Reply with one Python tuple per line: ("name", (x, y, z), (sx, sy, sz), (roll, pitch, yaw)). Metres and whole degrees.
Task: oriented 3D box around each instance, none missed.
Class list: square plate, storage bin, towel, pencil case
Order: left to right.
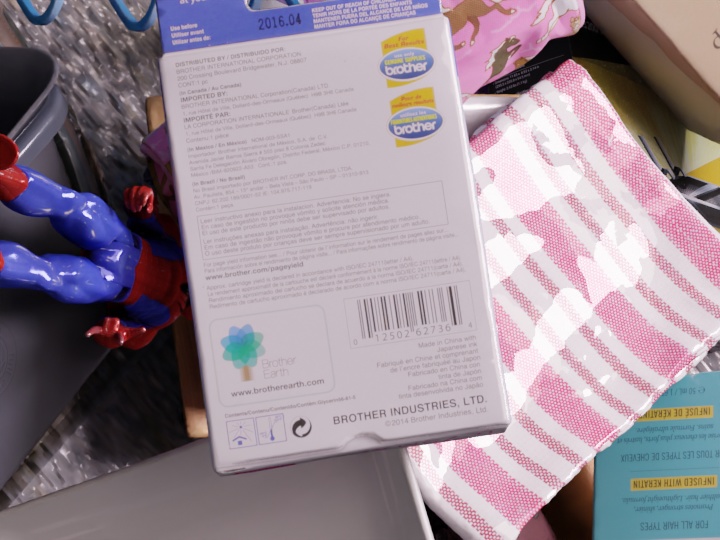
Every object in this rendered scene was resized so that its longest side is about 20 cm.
("storage bin", (-0.194, 0.022, 1.205), (0.200, 0.145, 0.135), (-54, 135, -39))
("square plate", (-0.044, 0.167, 1.233), (0.028, 0.198, 0.201), (2, 68, -70))
("pencil case", (0.003, -0.080, 1.267), (0.200, 0.087, 0.083), (-39, 106, -3))
("towel", (0.075, 0.014, 1.327), (0.200, 0.030, 0.146), (-41, 89, -28))

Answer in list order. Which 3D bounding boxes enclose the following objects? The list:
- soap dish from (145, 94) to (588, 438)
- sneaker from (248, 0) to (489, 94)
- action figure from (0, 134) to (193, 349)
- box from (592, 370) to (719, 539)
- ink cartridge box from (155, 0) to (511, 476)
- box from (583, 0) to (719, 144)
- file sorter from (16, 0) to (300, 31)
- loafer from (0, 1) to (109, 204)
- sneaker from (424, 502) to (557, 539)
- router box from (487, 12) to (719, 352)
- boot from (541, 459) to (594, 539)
("soap dish", (0.000, 0.000, 1.365), (0.199, 0.081, 0.158), (-2, 72, -23))
("sneaker", (0.000, -0.114, 1.451), (0.200, 0.073, 0.115), (28, 53, -40))
("action figure", (-0.103, -0.004, 1.186), (0.200, 0.052, 0.066), (26, 74, -66))
("box", (0.150, 0.149, 1.362), (0.049, 0.082, 0.201), (24, 65, -58))
("ink cartridge box", (-0.013, -0.026, 1.195), (0.119, 0.042, 0.201), (-8, 85, -1))
("box", (0.154, -0.145, 1.414), (0.095, 0.078, 0.200), (-53, 130, -5))
("file sorter", (-0.056, -0.180, 1.308), (0.200, 0.139, 0.123), (2, 35, -29))
("loafer", (-0.154, -0.071, 1.307), (0.200, 0.072, 0.063), (61, 31, 2))
("sneaker", (0.024, 0.124, 1.337), (0.200, 0.076, 0.116), (11, 57, -56))
("router box", (0.139, -0.049, 1.502), (0.200, 0.052, 0.158), (12, 64, -56))
("boot", (0.169, 0.135, 1.421), (0.074, 0.155, 0.200), (-25, 89, -44))
